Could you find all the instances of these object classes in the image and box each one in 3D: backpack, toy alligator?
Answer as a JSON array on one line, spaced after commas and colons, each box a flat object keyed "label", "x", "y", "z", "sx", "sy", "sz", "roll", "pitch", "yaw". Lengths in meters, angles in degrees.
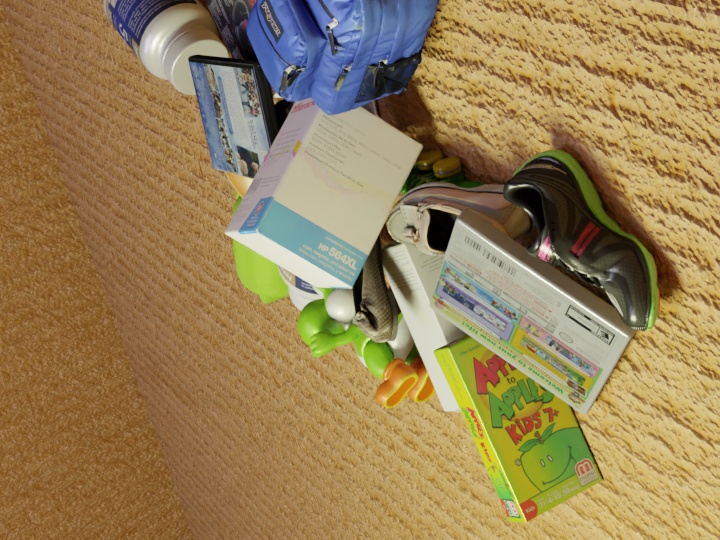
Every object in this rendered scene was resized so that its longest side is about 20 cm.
[{"label": "backpack", "x": -0.015, "y": -0.260, "z": 1.551, "sx": 0.163, "sy": 0.167, "sz": 0.200, "roll": 59, "pitch": 154, "yaw": 13}, {"label": "toy alligator", "x": 0.067, "y": -0.095, "z": 1.702, "sx": 0.200, "sy": 0.054, "sz": 0.060, "roll": 29, "pitch": 139, "yaw": 60}]

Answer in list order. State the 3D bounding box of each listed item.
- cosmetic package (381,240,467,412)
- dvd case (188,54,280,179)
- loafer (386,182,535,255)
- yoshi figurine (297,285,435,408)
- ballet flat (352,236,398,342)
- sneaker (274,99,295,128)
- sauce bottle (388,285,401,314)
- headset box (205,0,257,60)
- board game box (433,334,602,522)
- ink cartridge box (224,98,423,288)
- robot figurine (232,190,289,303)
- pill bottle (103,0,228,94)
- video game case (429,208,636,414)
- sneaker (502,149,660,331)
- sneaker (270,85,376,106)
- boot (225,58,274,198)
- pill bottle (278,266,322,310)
[{"label": "cosmetic package", "x": 0.103, "y": 0.050, "z": 1.740, "sx": 0.201, "sy": 0.085, "sz": 0.108, "roll": 66, "pitch": 162, "yaw": -4}, {"label": "dvd case", "x": -0.144, "y": -0.179, "z": 1.841, "sx": 0.200, "sy": 0.017, "sz": 0.144, "roll": 19, "pitch": 124, "yaw": 61}, {"label": "loafer", "x": 0.090, "y": -0.047, "z": 1.592, "sx": 0.199, "sy": 0.063, "sz": 0.072, "roll": -4, "pitch": 122, "yaw": 48}, {"label": "yoshi figurine", "x": -0.003, "y": 0.086, "z": 1.847, "sx": 0.200, "sy": 0.112, "sz": 0.113, "roll": 48, "pitch": 163, "yaw": 30}, {"label": "ballet flat", "x": 0.000, "y": 0.000, "z": 1.743, "sx": 0.068, "sy": 0.046, "sz": 0.201, "roll": 104, "pitch": 159, "yaw": -47}, {"label": "sneaker", "x": -0.045, "y": -0.100, "z": 1.822, "sx": 0.074, "sy": 0.088, "sz": 0.201, "roll": -22, "pitch": 70, "yaw": 42}, {"label": "sauce bottle", "x": 0.053, "y": 0.072, "z": 1.933, "sx": 0.066, "sy": 0.066, "sz": 0.200, "roll": 57, "pitch": 159, "yaw": 22}, {"label": "headset box", "x": -0.106, "y": -0.302, "z": 1.882, "sx": 0.149, "sy": 0.075, "sz": 0.200, "roll": 64, "pitch": 162, "yaw": 1}, {"label": "board game box", "x": 0.167, "y": 0.154, "z": 1.667, "sx": 0.201, "sy": 0.101, "sz": 0.048, "roll": 66, "pitch": 162, "yaw": -2}, {"label": "ink cartridge box", "x": -0.034, "y": -0.098, "z": 1.691, "sx": 0.125, "sy": 0.201, "sz": 0.128, "roll": 31, "pitch": 170, "yaw": -17}, {"label": "robot figurine", "x": -0.119, "y": -0.044, "z": 2.170, "sx": 0.176, "sy": 0.115, "sz": 0.201, "roll": 58, "pitch": 160, "yaw": 35}, {"label": "pill bottle", "x": -0.269, "y": -0.339, "z": 2.208, "sx": 0.200, "sy": 0.119, "sz": 0.120, "roll": 51, "pitch": 156, "yaw": 37}, {"label": "video game case", "x": 0.165, "y": 0.043, "z": 1.547, "sx": 0.200, "sy": 0.022, "sz": 0.182, "roll": 35, "pitch": 153, "yaw": 12}, {"label": "sneaker", "x": 0.196, "y": -0.018, "z": 1.406, "sx": 0.200, "sy": 0.083, "sz": 0.077, "roll": 55, "pitch": 159, "yaw": 29}, {"label": "sneaker", "x": -0.051, "y": -0.209, "z": 1.789, "sx": 0.074, "sy": 0.115, "sz": 0.201, "roll": 36, "pitch": 147, "yaw": 52}, {"label": "boot", "x": -0.127, "y": -0.157, "z": 1.919, "sx": 0.202, "sy": 0.071, "sz": 0.144, "roll": 64, "pitch": 162, "yaw": -8}, {"label": "pill bottle", "x": -0.046, "y": -0.035, "z": 1.958, "sx": 0.120, "sy": 0.119, "sz": 0.201, "roll": 53, "pitch": 158, "yaw": 31}]
